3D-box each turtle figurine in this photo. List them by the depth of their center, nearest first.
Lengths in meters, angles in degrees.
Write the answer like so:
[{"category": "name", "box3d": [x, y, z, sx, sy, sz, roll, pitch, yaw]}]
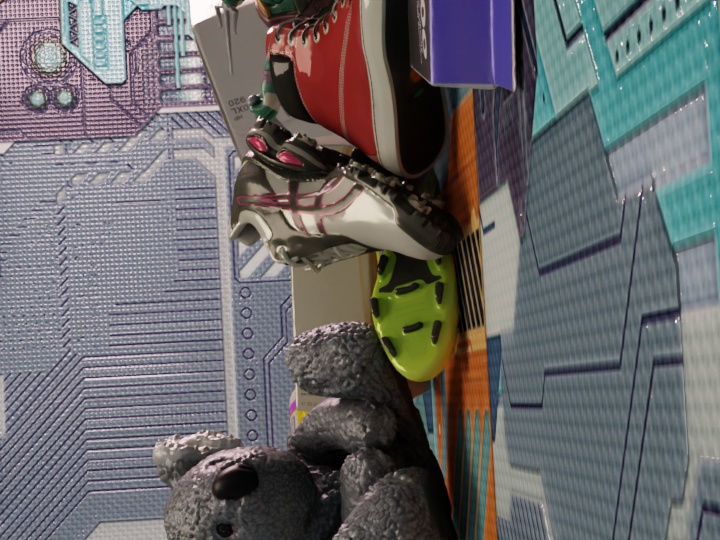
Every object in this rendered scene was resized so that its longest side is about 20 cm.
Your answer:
[{"category": "turtle figurine", "box3d": [-0.069, -0.195, 1.512, 0.201, 0.100, 0.150, 61, -178, -41]}]

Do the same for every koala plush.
[{"category": "koala plush", "box3d": [-0.046, 0.162, 1.416, 0.184, 0.198, 0.179, 58, -166, -63]}]

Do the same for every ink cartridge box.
[{"category": "ink cartridge box", "box3d": [0.051, -0.201, 1.113, 0.200, 0.043, 0.200, -121, 29, -80]}, {"category": "ink cartridge box", "box3d": [-0.062, -0.218, 1.771, 0.201, 0.146, 0.146, -100, -9, -56]}]

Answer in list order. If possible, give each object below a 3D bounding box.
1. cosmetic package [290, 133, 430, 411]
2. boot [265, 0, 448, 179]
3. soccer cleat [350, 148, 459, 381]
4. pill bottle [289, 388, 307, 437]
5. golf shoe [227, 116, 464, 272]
[{"category": "cosmetic package", "box3d": [0.000, 0.000, 1.530, 0.105, 0.070, 0.202, -22, -68, -62]}, {"category": "boot", "box3d": [-0.013, -0.171, 1.344, 0.144, 0.072, 0.201, 30, 136, 34]}, {"category": "soccer cleat", "box3d": [0.041, -0.006, 1.401, 0.084, 0.064, 0.202, 45, -153, -48]}, {"category": "pill bottle", "box3d": [-0.007, 0.198, 1.806, 0.104, 0.103, 0.202, 95, 171, -65]}, {"category": "golf shoe", "box3d": [-0.011, -0.032, 1.357, 0.199, 0.077, 0.089, 26, 93, 46]}]
